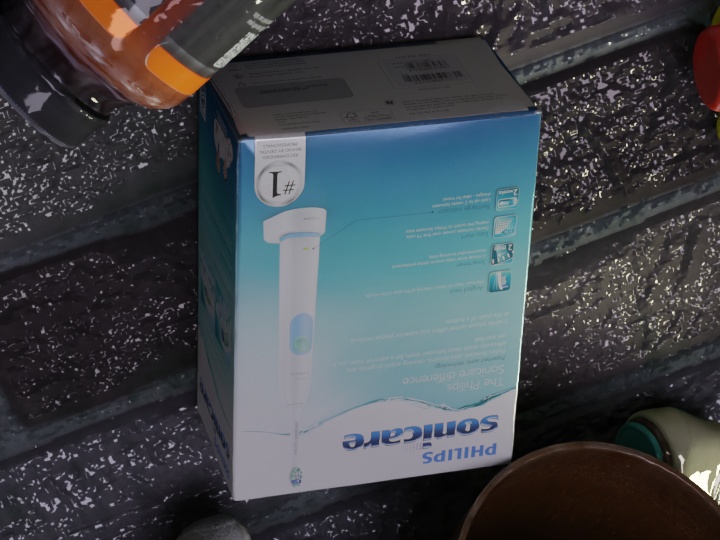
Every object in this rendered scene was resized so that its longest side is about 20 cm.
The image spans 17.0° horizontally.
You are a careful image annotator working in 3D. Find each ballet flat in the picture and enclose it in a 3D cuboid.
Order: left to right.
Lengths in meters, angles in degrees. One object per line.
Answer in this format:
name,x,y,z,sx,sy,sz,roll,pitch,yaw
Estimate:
ballet flat,0.160,0.164,1.321,0.069,0.070,0.201,4,118,-19

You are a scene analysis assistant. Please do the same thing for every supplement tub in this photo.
supplement tub,-0.076,-0.144,1.035,0.200,0.107,0.107,-41,123,9

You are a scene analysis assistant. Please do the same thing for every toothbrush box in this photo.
toothbrush box,0.000,0.000,1.157,0.145,0.085,0.201,-7,121,-14

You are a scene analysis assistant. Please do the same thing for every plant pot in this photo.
plant pot,0.089,0.214,1.251,0.186,0.188,0.200,10,149,-22

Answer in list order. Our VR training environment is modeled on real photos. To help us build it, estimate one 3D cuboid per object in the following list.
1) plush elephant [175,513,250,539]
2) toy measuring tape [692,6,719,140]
plush elephant,-0.078,0.250,1.245,0.164,0.201,0.155,-32,147,7
toy measuring tape,0.203,-0.119,1.132,0.073,0.074,0.200,-6,154,-14
